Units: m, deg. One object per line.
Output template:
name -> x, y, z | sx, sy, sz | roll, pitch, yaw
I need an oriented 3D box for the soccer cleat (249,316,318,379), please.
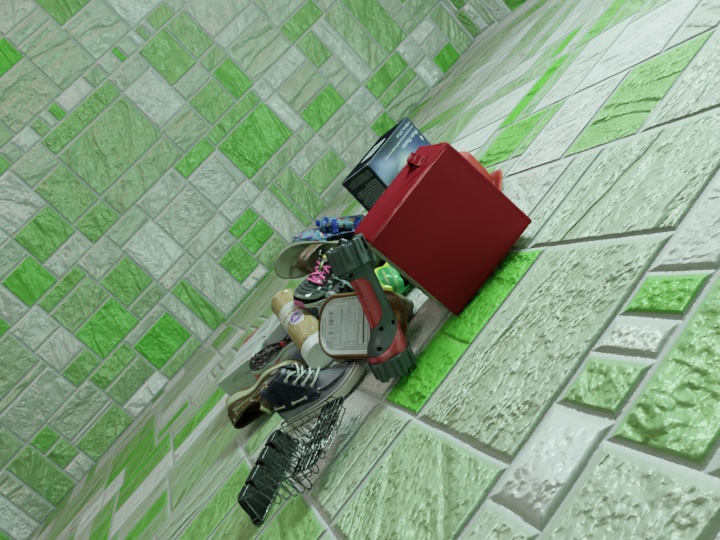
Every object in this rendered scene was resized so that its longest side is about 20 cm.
soccer cleat -> -0.138, 0.170, 1.336 | 0.199, 0.074, 0.068 | -33, 37, -8

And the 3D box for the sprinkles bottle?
sprinkles bottle -> -0.117, 0.114, 1.274 | 0.068, 0.068, 0.200 | -45, 41, 1

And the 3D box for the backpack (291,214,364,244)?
backpack -> -0.078, -0.061, 1.517 | 0.197, 0.136, 0.183 | -4, 6, 4

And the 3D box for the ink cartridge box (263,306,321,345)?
ink cartridge box -> -0.126, 0.110, 1.443 | 0.200, 0.084, 0.146 | -48, 3, -7

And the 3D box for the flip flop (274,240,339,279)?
flip flop -> -0.099, -0.024, 1.405 | 0.197, 0.082, 0.058 | -6, 12, 8

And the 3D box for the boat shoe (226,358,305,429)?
boat shoe -> -0.188, 0.260, 1.287 | 0.202, 0.075, 0.075 | -37, 45, 20

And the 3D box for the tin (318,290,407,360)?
tin -> -0.003, 0.091, 1.034 | 0.199, 0.042, 0.114 | -10, 80, 50

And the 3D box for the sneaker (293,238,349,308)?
sneaker -> -0.072, 0.000, 1.305 | 0.073, 0.088, 0.200 | 20, 43, 33

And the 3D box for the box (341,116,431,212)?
box -> 0.098, -0.211, 1.475 | 0.123, 0.198, 0.201 | -25, 24, 53

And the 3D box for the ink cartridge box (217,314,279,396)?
ink cartridge box -> -0.249, 0.216, 1.562 | 0.144, 0.084, 0.201 | -39, 13, 29

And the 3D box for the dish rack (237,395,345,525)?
dish rack -> -0.091, 0.270, 0.920 | 0.199, 0.055, 0.154 | -36, 17, 35

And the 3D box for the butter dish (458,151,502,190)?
butter dish -> 0.153, -0.156, 1.182 | 0.198, 0.148, 0.200 | -28, 18, 26

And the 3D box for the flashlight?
flashlight -> 0.011, 0.055, 0.889 | 0.067, 0.202, 0.068 | -23, 8, 19

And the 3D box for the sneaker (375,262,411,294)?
sneaker -> 0.083, 0.002, 1.188 | 0.083, 0.075, 0.200 | 0, 26, 24

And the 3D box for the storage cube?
storage cube -> 0.115, -0.068, 0.967 | 0.180, 0.199, 0.171 | -52, 12, 1

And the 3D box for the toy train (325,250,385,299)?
toy train -> 0.000, 0.000, 1.244 | 0.201, 0.085, 0.114 | -53, -16, -21

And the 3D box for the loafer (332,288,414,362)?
loafer -> 0.008, 0.092, 1.110 | 0.200, 0.068, 0.076 | -39, 13, 31

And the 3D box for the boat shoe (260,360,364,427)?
boat shoe -> -0.089, 0.190, 1.066 | 0.200, 0.093, 0.075 | -40, 13, 30
